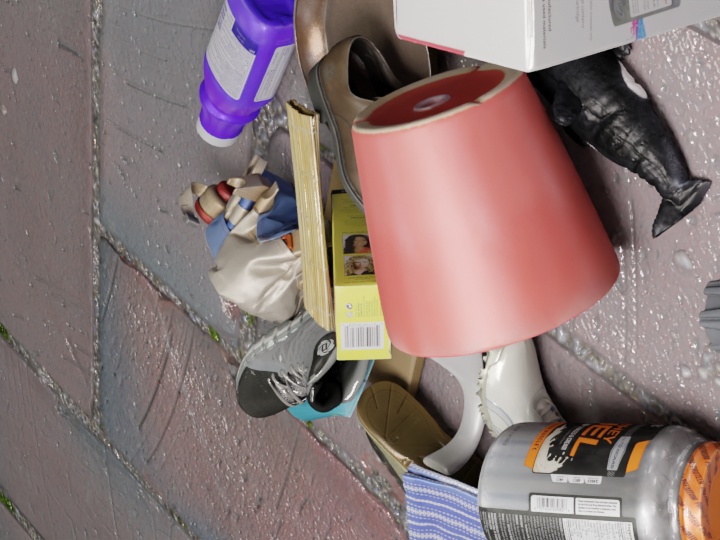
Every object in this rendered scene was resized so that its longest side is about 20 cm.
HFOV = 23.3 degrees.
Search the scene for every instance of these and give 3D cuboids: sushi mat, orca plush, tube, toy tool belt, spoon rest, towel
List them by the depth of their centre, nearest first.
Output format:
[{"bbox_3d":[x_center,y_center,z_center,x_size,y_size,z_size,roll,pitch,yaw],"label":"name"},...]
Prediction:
[{"bbox_3d":[0.174,-0.111,1.334,0.201,0.071,0.105,62,146,11],"label":"orca plush"},{"bbox_3d":[-0.045,-0.050,1.580,0.096,0.012,0.202,-138,41,-67],"label":"sushi mat"},{"bbox_3d":[0.105,0.256,1.581,0.144,0.024,0.201,20,147,18],"label":"towel"},{"bbox_3d":[0.079,0.082,1.587,0.099,0.060,0.202,21,123,51],"label":"spoon rest"},{"bbox_3d":[-0.026,0.115,1.722,0.200,0.050,0.078,153,137,-71],"label":"tube"},{"bbox_3d":[-0.091,-0.050,1.725,0.123,0.124,0.201,-50,41,20],"label":"toy tool belt"}]

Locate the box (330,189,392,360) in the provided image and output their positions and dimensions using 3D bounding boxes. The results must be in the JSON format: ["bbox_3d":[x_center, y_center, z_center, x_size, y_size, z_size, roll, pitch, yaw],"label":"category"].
[{"bbox_3d":[0.000,0.000,1.531,0.200,0.050,0.076,-95,3,-63],"label":"box"}]

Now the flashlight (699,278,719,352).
[{"bbox_3d":[0.320,0.034,1.205,0.199,0.067,0.069,-6,106,55],"label":"flashlight"}]

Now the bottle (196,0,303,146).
[{"bbox_3d":[-0.115,-0.200,1.711,0.084,0.065,0.201,60,147,24],"label":"bottle"}]

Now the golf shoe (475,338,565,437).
[{"bbox_3d":[0.158,0.137,1.512,0.096,0.078,0.202,10,122,34],"label":"golf shoe"}]

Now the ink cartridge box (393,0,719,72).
[{"bbox_3d":[0.141,-0.207,1.212,0.147,0.199,0.087,21,123,49],"label":"ink cartridge box"}]

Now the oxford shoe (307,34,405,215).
[{"bbox_3d":[0.020,-0.111,1.502,0.201,0.072,0.084,63,144,10],"label":"oxford shoe"}]

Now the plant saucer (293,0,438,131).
[{"bbox_3d":[0.009,-0.197,1.564,0.200,0.032,0.202,33,133,43],"label":"plant saucer"}]

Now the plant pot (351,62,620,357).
[{"bbox_3d":[0.085,-0.055,1.360,0.200,0.200,0.179,5,121,54],"label":"plant pot"}]

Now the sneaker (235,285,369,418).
[{"bbox_3d":[-0.056,0.102,1.649,0.200,0.075,0.116,-44,26,31],"label":"sneaker"}]

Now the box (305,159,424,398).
[{"bbox_3d":[0.014,0.015,1.681,0.163,0.021,0.201,45,140,33],"label":"box"}]

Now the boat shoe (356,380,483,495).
[{"bbox_3d":[0.072,0.191,1.659,0.201,0.073,0.065,53,171,10],"label":"boat shoe"}]

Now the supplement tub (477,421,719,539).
[{"bbox_3d":[0.203,0.183,1.382,0.199,0.122,0.124,-2,106,38],"label":"supplement tub"}]
